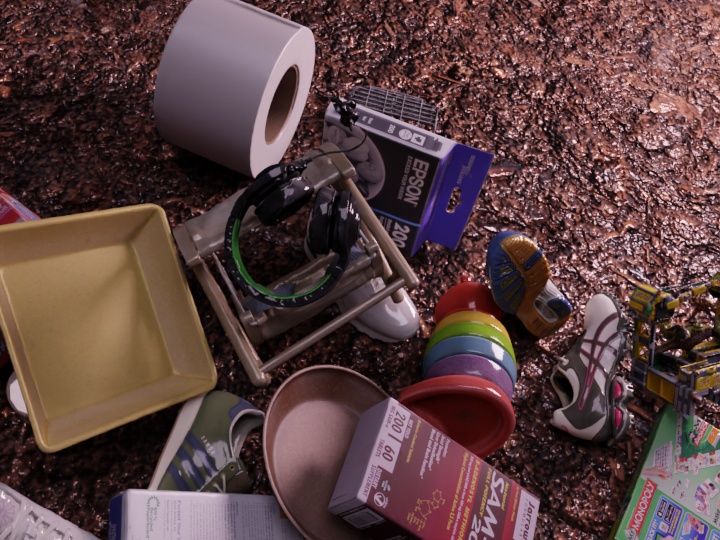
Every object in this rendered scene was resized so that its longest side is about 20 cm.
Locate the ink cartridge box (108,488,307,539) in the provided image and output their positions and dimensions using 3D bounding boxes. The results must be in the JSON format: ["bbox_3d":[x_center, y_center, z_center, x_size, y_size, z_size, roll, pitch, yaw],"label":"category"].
[{"bbox_3d":[-0.122,0.298,0.653,0.197,0.043,0.201,17,55,-40],"label":"ink cartridge box"}]

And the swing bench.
[{"bbox_3d":[-0.074,-0.013,0.813,0.196,0.130,0.203,-30,85,-9],"label":"swing bench"}]

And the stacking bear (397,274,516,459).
[{"bbox_3d":[0.120,0.093,0.854,0.122,0.112,0.202,50,31,-27],"label":"stacking bear"}]

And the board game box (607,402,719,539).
[{"bbox_3d":[0.366,0.256,0.834,0.133,0.029,0.201,32,54,13],"label":"board game box"}]

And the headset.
[{"bbox_3d":[-0.052,-0.063,0.716,0.122,0.094,0.203,28,88,4],"label":"headset"}]

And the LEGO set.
[{"bbox_3d":[0.414,0.084,0.887,0.195,0.158,0.116,0,16,-25],"label":"LEGO set"}]

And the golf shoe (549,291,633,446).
[{"bbox_3d":[0.272,0.105,0.900,0.086,0.078,0.203,8,51,6],"label":"golf shoe"}]

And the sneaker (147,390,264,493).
[{"bbox_3d":[-0.151,0.205,0.737,0.088,0.068,0.203,11,49,3],"label":"sneaker"}]

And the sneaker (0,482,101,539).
[{"bbox_3d":[-0.301,0.240,0.662,0.196,0.101,0.076,21,50,2],"label":"sneaker"}]

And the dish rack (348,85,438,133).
[{"bbox_3d":[0.035,-0.181,1.075,0.150,0.055,0.203,15,50,-2],"label":"dish rack"}]

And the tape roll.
[{"bbox_3d":[-0.159,-0.238,0.982,0.136,0.205,0.205,21,52,7],"label":"tape roll"}]

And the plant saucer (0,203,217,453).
[{"bbox_3d":[-0.253,0.049,0.730,0.198,0.048,0.204,-16,84,-49],"label":"plant saucer"}]

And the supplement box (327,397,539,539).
[{"bbox_3d":[0.076,0.227,0.733,0.198,0.061,0.110,35,51,-14],"label":"supplement box"}]

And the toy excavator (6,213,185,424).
[{"bbox_3d":[-0.281,0.051,0.819,0.190,0.100,0.204,-8,64,-15],"label":"toy excavator"}]

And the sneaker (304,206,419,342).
[{"bbox_3d":[0.000,0.000,0.916,0.076,0.081,0.200,-31,66,-31],"label":"sneaker"}]

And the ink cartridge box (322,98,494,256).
[{"bbox_3d":[0.044,-0.100,0.924,0.196,0.200,0.044,20,58,5],"label":"ink cartridge box"}]

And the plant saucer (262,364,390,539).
[{"bbox_3d":[-0.019,0.194,0.761,0.197,0.037,0.204,23,46,-26],"label":"plant saucer"}]

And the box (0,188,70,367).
[{"bbox_3d":[-0.386,0.027,0.749,0.099,0.096,0.201,34,82,28],"label":"box"}]

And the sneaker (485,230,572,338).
[{"bbox_3d":[0.182,0.006,0.899,0.075,0.200,0.089,-36,49,4],"label":"sneaker"}]
